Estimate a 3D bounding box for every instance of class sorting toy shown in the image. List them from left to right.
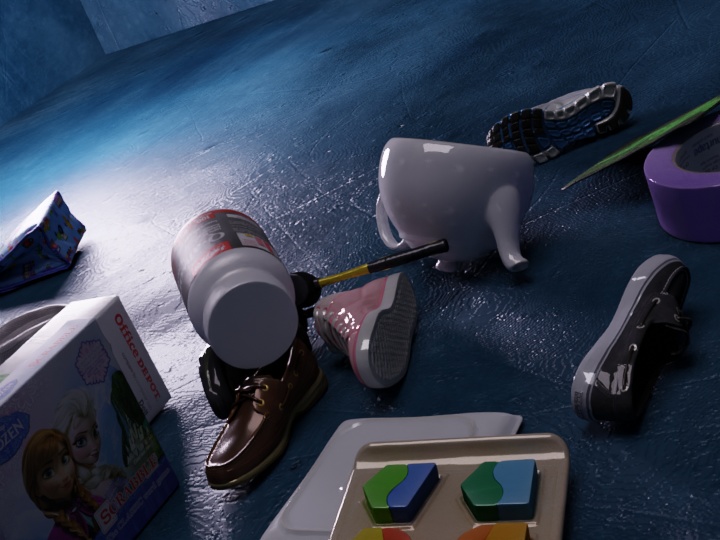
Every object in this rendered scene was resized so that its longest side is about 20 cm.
[{"bbox_3d":[0.060,0.196,0.878,0.182,0.037,0.201,-6,33,18],"label":"sorting toy"}]

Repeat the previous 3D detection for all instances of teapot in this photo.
[{"bbox_3d":[0.104,-0.073,1.356,0.194,0.149,0.200,8,6,7],"label":"teapot"}]

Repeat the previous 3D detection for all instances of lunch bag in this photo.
[{"bbox_3d":[-0.592,-0.028,2.022,0.198,0.095,0.151,-29,24,12],"label":"lunch bag"}]

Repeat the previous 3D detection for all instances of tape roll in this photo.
[{"bbox_3d":[0.404,-0.108,1.227,0.197,0.066,0.201,-21,23,9],"label":"tape roll"}]

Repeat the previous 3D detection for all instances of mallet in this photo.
[{"bbox_3d":[0.000,0.000,1.289,0.197,0.042,0.066,-18,-4,20],"label":"mallet"}]

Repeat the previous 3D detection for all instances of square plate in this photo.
[{"bbox_3d":[0.020,0.183,1.010,0.196,0.029,0.200,-8,27,34],"label":"square plate"}]

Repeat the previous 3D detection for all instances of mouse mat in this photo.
[{"bbox_3d":[0.340,-0.156,1.364,0.199,0.008,0.160,-27,4,45],"label":"mouse mat"}]

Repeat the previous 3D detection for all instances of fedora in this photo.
[{"bbox_3d":[-0.428,0.110,1.529,0.198,0.091,0.176,-32,23,-18],"label":"fedora"}]

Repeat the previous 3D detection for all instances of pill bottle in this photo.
[{"bbox_3d":[-0.133,0.018,1.237,0.115,0.117,0.200,-26,26,-7],"label":"pill bottle"}]

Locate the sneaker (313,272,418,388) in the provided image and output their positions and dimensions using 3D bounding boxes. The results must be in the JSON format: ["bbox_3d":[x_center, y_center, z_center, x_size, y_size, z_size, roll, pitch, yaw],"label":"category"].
[{"bbox_3d":[-0.005,0.072,1.222,0.103,0.076,0.201,-16,19,18],"label":"sneaker"}]

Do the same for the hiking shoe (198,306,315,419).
[{"bbox_3d":[-0.108,0.088,1.284,0.099,0.077,0.201,-18,22,22],"label":"hiking shoe"}]

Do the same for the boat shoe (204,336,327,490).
[{"bbox_3d":[-0.103,0.140,1.175,0.071,0.068,0.200,-8,27,32],"label":"boat shoe"}]

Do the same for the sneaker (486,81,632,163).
[{"bbox_3d":[0.265,-0.198,1.576,0.197,0.076,0.087,-17,12,3],"label":"sneaker"}]

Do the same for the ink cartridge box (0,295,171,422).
[{"bbox_3d":[-0.315,0.141,1.276,0.083,0.148,0.200,-9,27,32],"label":"ink cartridge box"}]

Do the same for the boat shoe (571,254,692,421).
[{"bbox_3d":[0.252,0.058,1.010,0.066,0.071,0.200,7,38,39],"label":"boat shoe"}]

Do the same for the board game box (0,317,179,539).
[{"bbox_3d":[-0.273,0.182,1.075,0.041,0.202,0.200,-7,28,33],"label":"board game box"}]
